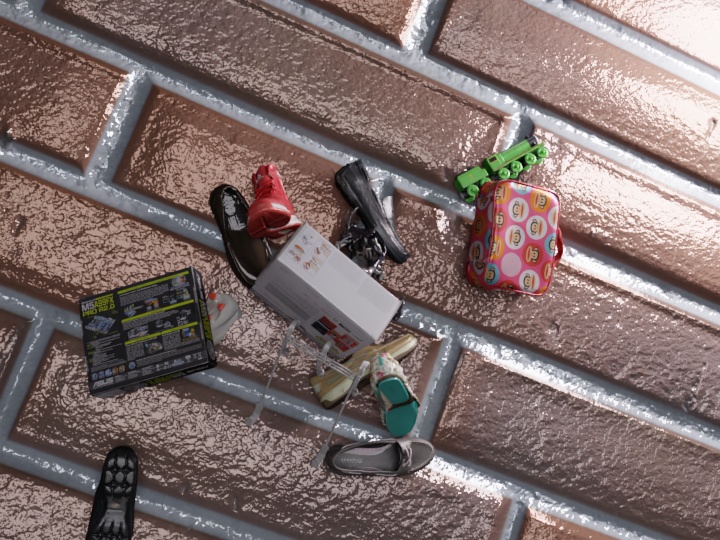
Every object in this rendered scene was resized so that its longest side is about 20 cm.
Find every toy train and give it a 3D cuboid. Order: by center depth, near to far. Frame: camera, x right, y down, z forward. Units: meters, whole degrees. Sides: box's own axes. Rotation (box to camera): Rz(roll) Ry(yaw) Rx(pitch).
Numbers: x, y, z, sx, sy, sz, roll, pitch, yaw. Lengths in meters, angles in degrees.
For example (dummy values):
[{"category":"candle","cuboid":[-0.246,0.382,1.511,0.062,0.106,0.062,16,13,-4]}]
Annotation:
[{"category":"toy train","cuboid":[0.261,-0.192,1.493,0.199,0.042,0.057,-29,80,-14]}]

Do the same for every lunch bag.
[{"category":"lunch bag","cuboid":[0.287,-0.056,1.447,0.175,0.082,0.202,10,89,-21]}]

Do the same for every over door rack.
[{"category":"over door rack","cuboid":[-0.086,0.197,1.321,0.147,0.067,0.201,29,107,10]}]

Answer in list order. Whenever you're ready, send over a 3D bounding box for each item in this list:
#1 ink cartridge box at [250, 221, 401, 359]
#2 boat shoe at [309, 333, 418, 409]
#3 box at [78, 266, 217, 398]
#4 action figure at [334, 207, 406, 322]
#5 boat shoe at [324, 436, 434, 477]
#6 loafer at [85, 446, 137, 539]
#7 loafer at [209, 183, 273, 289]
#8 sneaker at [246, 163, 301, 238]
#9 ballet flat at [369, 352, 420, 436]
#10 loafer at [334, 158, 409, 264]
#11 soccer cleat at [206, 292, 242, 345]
[{"category":"ink cartridge box","cuboid":[-0.062,0.040,1.298,0.200,0.175,0.084,40,62,-8]},{"category":"boat shoe","cuboid":[0.004,0.154,1.383,0.199,0.072,0.076,-31,75,-16]},{"category":"box","cuboid":[-0.337,0.098,1.272,0.198,0.044,0.162,-16,71,5]},{"category":"action figure","cuboid":[0.000,0.000,1.372,0.102,0.119,0.201,-28,97,-31]},{"category":"boat shoe","cuboid":[0.037,0.321,1.372,0.198,0.057,0.068,-1,83,-13]},{"category":"loafer","cuboid":[-0.384,0.376,1.259,0.067,0.070,0.203,10,85,-12]},{"category":"loafer","cuboid":[-0.199,-0.054,1.356,0.073,0.071,0.201,-28,90,-14]},{"category":"sneaker","cuboid":[-0.161,-0.118,1.316,0.078,0.200,0.116,-25,83,1]},{"category":"ballet flat","cuboid":[0.057,0.203,1.348,0.075,0.201,0.064,-15,50,-2]},{"category":"loafer","cuboid":[0.031,-0.104,1.415,0.070,0.068,0.201,-34,88,-6]},{"category":"soccer cleat","cuboid":[-0.278,0.117,1.325,0.200,0.078,0.069,-39,56,-1]}]
